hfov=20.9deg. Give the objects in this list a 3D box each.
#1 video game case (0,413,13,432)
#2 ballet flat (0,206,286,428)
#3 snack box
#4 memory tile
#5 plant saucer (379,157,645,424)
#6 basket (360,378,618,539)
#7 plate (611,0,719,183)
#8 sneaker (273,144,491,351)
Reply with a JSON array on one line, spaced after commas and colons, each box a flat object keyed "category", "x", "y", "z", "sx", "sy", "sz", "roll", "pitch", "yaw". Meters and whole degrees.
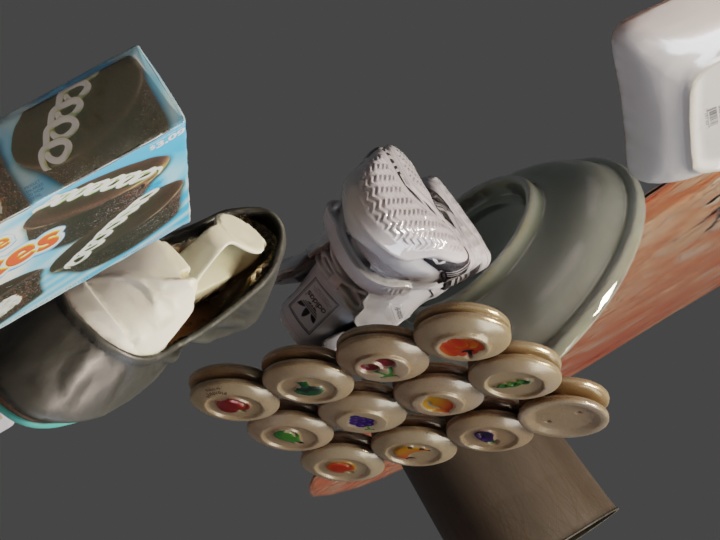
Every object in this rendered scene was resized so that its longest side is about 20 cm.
[{"category": "video game case", "x": -0.243, "y": 0.085, "z": 0.866, "sx": 0.182, "sy": 0.023, "sz": 0.200, "roll": -30, "pitch": 168, "yaw": -13}, {"category": "ballet flat", "x": -0.093, "y": 0.007, "z": 0.864, "sx": 0.068, "sy": 0.068, "sz": 0.200, "roll": -50, "pitch": 172, "yaw": 27}, {"category": "snack box", "x": -0.156, "y": 0.000, "z": 0.709, "sx": 0.200, "sy": 0.037, "sz": 0.116, "roll": -30, "pitch": 168, "yaw": -12}, {"category": "memory tile", "x": 0.021, "y": 0.072, "z": 1.064, "sx": 0.200, "sy": 0.017, "sz": 0.153, "roll": -17, "pitch": 146, "yaw": 32}, {"category": "plant saucer", "x": 0.075, "y": -0.002, "z": 1.153, "sx": 0.200, "sy": 0.050, "sz": 0.200, "roll": -37, "pitch": -155, "yaw": 20}, {"category": "basket", "x": 0.097, "y": 0.147, "z": 1.583, "sx": 0.136, "sy": 0.200, "sz": 0.180, "roll": -34, "pitch": 169, "yaw": 6}, {"category": "plate", "x": 0.231, "y": -0.112, "z": 1.015, "sx": 0.200, "sy": 0.032, "sz": 0.200, "roll": -23, "pitch": 159, "yaw": 2}, {"category": "sneaker", "x": 0.000, "y": 0.000, "z": 1.030, "sx": 0.115, "sy": 0.075, "sz": 0.200, "roll": -36, "pitch": 170, "yaw": 8}]
